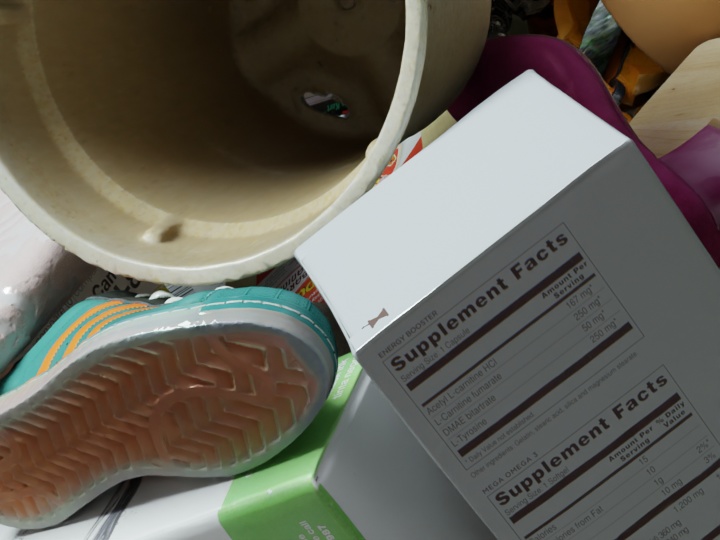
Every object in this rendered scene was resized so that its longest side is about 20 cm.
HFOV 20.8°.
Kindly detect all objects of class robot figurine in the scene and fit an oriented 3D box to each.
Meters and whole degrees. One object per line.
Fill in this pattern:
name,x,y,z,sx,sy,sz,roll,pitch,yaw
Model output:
robot figurine,0.123,-0.118,1.038,0.058,0.145,0.201,-43,15,47

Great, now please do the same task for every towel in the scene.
towel,-0.176,0.002,0.870,0.190,0.032,0.200,-18,28,39

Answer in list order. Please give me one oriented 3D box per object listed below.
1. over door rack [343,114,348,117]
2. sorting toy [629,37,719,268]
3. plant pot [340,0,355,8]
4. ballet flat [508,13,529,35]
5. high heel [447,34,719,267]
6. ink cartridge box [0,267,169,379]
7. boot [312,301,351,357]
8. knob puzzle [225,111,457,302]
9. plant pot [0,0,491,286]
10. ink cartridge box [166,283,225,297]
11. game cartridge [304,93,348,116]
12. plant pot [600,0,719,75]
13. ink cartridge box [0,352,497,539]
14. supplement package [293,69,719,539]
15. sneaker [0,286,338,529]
over door rack,0.013,-0.131,1.205,0.066,0.148,0.201,2,41,-6
sorting toy,0.179,-0.022,0.848,0.199,0.070,0.200,-48,23,-24
plant pot,0.024,-0.181,1.016,0.201,0.093,0.201,-44,12,12
ballet flat,0.075,-0.141,1.102,0.073,0.073,0.201,-22,32,35
high heel,0.077,-0.039,0.822,0.096,0.068,0.200,-36,43,-23
ink cartridge box,-0.165,0.081,0.999,0.144,0.200,0.146,-18,29,41
boot,0.007,0.101,0.837,0.146,0.201,0.070,24,46,26
knob puzzle,0.000,0.000,0.952,0.219,0.030,0.220,-42,25,25
plant pot,-0.036,-0.107,0.796,0.200,0.201,0.183,-27,-3,24
ink cartridge box,-0.044,-0.007,1.104,0.199,0.116,0.068,-31,22,13
game cartridge,-0.076,-0.083,1.025,0.129,0.039,0.200,0,14,35
plant pot,0.203,-0.183,0.995,0.140,0.200,0.200,-41,15,38
ink cartridge box,-0.042,0.134,0.776,0.199,0.146,0.084,-22,26,33
supplement package,0.084,0.050,0.673,0.109,0.200,0.114,-37,22,1
sneaker,-0.079,0.035,0.737,0.199,0.071,0.080,-21,29,40
